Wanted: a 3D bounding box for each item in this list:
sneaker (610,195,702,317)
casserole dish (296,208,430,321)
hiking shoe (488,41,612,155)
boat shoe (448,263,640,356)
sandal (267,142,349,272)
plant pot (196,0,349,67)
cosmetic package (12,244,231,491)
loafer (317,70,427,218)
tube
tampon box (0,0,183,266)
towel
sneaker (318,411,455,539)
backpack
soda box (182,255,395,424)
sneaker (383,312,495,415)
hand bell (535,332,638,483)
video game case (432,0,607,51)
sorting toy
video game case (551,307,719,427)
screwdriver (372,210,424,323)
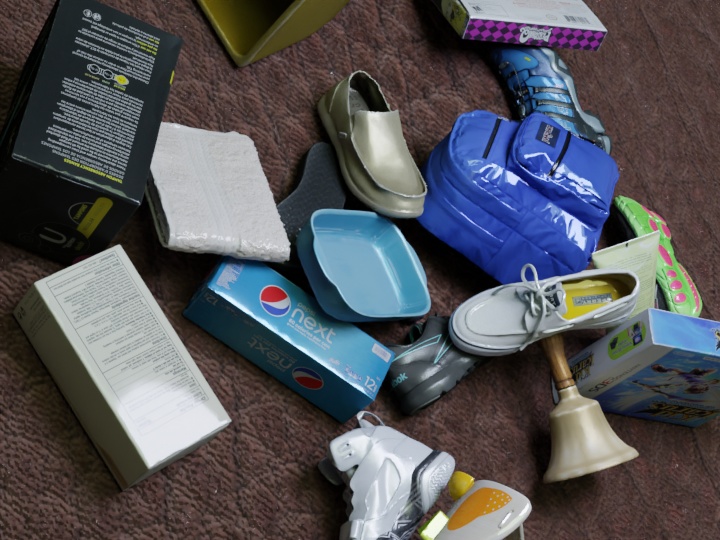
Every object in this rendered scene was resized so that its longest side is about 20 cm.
[{"bbox_3d":[0.323,-0.008,1.800,0.077,0.084,0.200,24,37,-35],"label":"sneaker"},{"bbox_3d":[0.000,0.000,1.568,0.200,0.039,0.121,0,63,-58],"label":"casserole dish"},{"bbox_3d":[0.215,-0.195,1.834,0.200,0.074,0.087,50,51,2],"label":"hiking shoe"},{"bbox_3d":[0.190,0.034,1.576,0.201,0.086,0.075,-8,67,-7],"label":"boat shoe"},{"bbox_3d":[-0.056,-0.056,1.628,0.075,0.048,0.201,35,40,-8],"label":"sandal"},{"bbox_3d":[-0.065,-0.368,1.698,0.200,0.195,0.194,-23,79,-46],"label":"plant pot"},{"bbox_3d":[-0.221,0.089,1.432,0.105,0.071,0.200,-26,80,-38],"label":"cosmetic package"},{"bbox_3d":[0.014,-0.138,1.658,0.076,0.068,0.200,-6,50,-34],"label":"loafer"},{"bbox_3d":[0.292,0.034,1.690,0.052,0.200,0.058,20,57,26],"label":"tube"},{"bbox_3d":[-0.267,-0.130,1.470,0.126,0.150,0.200,22,57,-19],"label":"tampon box"},{"bbox_3d":[-0.150,-0.082,1.541,0.132,0.035,0.200,6,37,-27],"label":"towel"},{"bbox_3d":[-0.003,0.230,1.489,0.115,0.075,0.200,35,63,5],"label":"sneaker"},{"bbox_3d":[0.168,-0.088,1.687,0.200,0.168,0.163,30,31,-2],"label":"backpack"},{"bbox_3d":[-0.070,0.063,1.536,0.200,0.068,0.064,35,51,-10],"label":"soda box"},{"bbox_3d":[0.103,0.072,1.630,0.200,0.075,0.079,-31,80,-39],"label":"sneaker"},{"bbox_3d":[0.213,0.112,1.631,0.104,0.104,0.201,-13,83,-34],"label":"hand bell"},{"bbox_3d":[0.170,-0.330,1.858,0.200,0.036,0.181,0,40,-31],"label":"video game case"},{"bbox_3d":[0.071,0.301,1.451,0.180,0.200,0.107,-39,53,-23],"label":"sorting toy"},{"bbox_3d":[0.339,0.109,1.681,0.200,0.181,0.046,11,62,-25],"label":"video game case"},{"bbox_3d":[0.024,-0.035,1.673,0.028,0.029,0.200,-10,68,-33],"label":"screwdriver"}]
